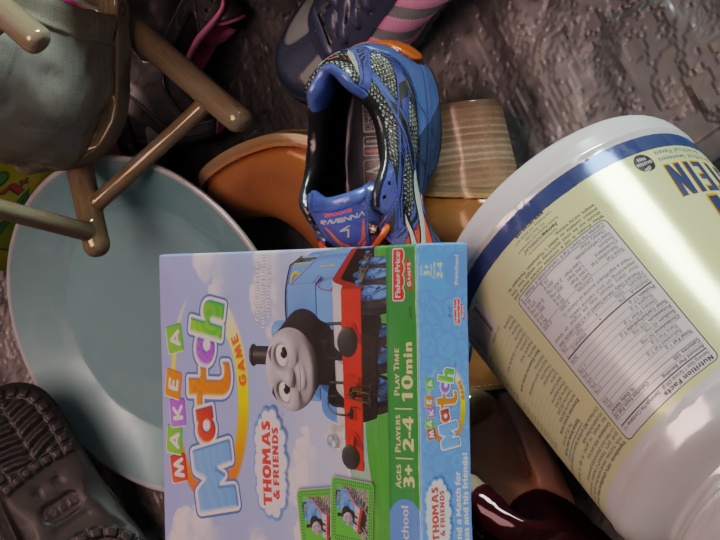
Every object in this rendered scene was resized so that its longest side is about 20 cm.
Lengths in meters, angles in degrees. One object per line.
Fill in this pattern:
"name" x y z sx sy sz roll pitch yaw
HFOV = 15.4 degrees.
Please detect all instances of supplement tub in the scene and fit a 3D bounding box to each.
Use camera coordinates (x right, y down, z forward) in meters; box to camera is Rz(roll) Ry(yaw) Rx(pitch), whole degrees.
"supplement tub" 0.148 0.042 1.244 0.145 0.145 0.200 -50 61 23

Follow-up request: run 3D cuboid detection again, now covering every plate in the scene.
"plate" -0.113 0.028 1.482 0.200 0.026 0.200 15 118 30

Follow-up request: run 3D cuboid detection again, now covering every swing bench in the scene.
"swing bench" -0.191 -0.133 1.372 0.130 0.199 0.200 -39 64 19

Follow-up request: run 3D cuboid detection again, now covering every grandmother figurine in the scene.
"grandmother figurine" 0.088 0.120 1.260 0.061 0.121 0.200 -64 24 14

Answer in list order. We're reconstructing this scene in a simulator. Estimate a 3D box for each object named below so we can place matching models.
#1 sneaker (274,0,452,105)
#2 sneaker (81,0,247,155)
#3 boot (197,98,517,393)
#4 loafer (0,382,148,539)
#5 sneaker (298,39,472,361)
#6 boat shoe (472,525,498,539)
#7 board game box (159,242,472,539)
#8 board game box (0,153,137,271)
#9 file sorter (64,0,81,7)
"sneaker" 0.013 -0.157 1.394 0.200 0.082 0.070 -40 67 28
"sneaker" -0.110 -0.159 1.504 0.095 0.079 0.200 -2 81 9
"boot" 0.000 0.000 1.403 0.200 0.074 0.155 -9 86 38
"loafer" -0.155 0.156 1.516 0.073 0.071 0.200 -25 82 -3
"sneaker" 0.002 -0.017 1.321 0.075 0.078 0.200 -13 83 26
"boat shoe" 0.028 0.150 1.301 0.076 0.200 0.060 -15 115 19
"board game box" -0.025 0.065 1.284 0.200 0.037 0.152 -2 89 51
"board game box" -0.225 -0.050 1.489 0.102 0.200 0.048 -41 66 27
"file sorter" -0.271 -0.183 1.510 0.139 0.200 0.126 15 119 38
